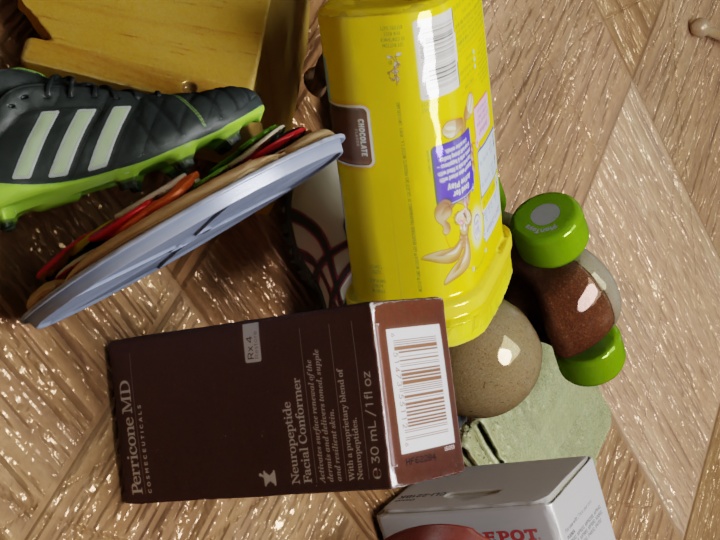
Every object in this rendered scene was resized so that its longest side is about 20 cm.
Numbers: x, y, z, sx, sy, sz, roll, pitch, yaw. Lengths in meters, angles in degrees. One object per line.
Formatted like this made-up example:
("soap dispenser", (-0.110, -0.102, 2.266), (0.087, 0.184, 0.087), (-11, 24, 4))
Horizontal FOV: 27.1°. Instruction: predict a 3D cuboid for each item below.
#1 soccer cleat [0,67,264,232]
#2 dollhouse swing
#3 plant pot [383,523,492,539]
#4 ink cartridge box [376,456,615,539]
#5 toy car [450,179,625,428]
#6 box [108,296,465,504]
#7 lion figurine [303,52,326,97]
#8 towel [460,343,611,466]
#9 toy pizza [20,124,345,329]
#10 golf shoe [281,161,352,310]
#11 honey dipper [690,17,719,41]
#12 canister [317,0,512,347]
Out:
("soccer cleat", (-0.149, -0.075, 0.786), (0.200, 0.068, 0.081), (-19, 91, -16))
("dollhouse swing", (-0.115, -0.155, 0.947), (0.181, 0.176, 0.200), (13, 66, -9))
("plant pot", (0.043, 0.280, 0.947), (0.201, 0.201, 0.195), (63, 31, -23))
("ink cartridge box", (0.115, 0.243, 1.079), (0.084, 0.144, 0.200), (-34, 110, -54))
("toy car", (0.083, 0.052, 1.119), (0.200, 0.158, 0.164), (-44, 134, -22))
("box", (-0.046, 0.075, 0.846), (0.075, 0.200, 0.100), (-3, 84, -52))
("lion figurine", (0.004, -0.178, 0.981), (0.123, 0.072, 0.200), (-115, -157, -66))
("towel", (0.146, 0.130, 1.244), (0.200, 0.036, 0.149), (-51, 122, -45))
("toy pizza", (-0.099, -0.030, 0.806), (0.200, 0.200, 0.032), (-31, 91, -53))
("golf shoe", (0.000, 0.000, 1.027), (0.077, 0.088, 0.200), (5, 76, -52))
("honey dipper", (0.437, -0.269, 1.747), (0.200, 0.038, 0.038), (8, 76, -50))
("canister", (0.035, -0.073, 0.897), (0.149, 0.086, 0.200), (-54, 141, -62))
